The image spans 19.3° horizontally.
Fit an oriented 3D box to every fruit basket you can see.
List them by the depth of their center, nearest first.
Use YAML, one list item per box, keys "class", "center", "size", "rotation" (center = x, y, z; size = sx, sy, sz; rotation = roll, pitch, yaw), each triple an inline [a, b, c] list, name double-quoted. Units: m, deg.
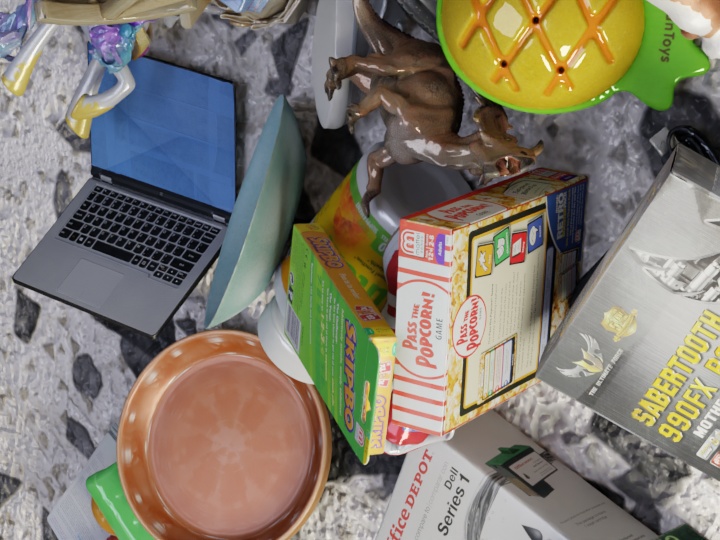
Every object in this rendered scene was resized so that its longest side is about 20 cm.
- class: "fruit basket"
  center: [-0.200, 0.251, 1.951]
  size: [0.186, 0.093, 0.200]
  rotation: [54, 138, 18]

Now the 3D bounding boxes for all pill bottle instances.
- class: "pill bottle"
  center: [0.000, 0.000, 1.682]
  size: [0.111, 0.111, 0.200]
  rotation: [54, 129, 17]

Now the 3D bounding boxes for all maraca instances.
- class: "maraca"
  center: [0.152, -0.178, 1.505]
  size: [0.198, 0.107, 0.138]
  rotation: [7, 104, 11]

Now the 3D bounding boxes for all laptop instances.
- class: "laptop"
  center: [-0.209, -0.073, 1.846]
  size: [0.186, 0.201, 0.116]
  rotation: [19, 153, 37]

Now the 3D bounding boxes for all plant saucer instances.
- class: "plant saucer"
  center: [-0.079, -0.043, 1.728]
  size: [0.038, 0.202, 0.202]
  rotation: [18, 121, -9]
- class: "plant saucer"
  center: [-0.117, 0.152, 1.833]
  size: [0.199, 0.032, 0.202]
  rotation: [-2, 84, 20]

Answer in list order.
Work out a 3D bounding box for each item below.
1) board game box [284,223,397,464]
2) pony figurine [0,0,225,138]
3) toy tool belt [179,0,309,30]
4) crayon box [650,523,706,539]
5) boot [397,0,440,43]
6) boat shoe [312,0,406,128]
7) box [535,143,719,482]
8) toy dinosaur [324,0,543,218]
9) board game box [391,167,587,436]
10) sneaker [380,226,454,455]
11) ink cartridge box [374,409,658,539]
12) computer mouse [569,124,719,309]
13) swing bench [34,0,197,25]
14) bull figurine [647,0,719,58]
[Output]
- class: "board game box"
  center: [-0.015, 0.051, 1.551]
  size: [0.200, 0.030, 0.096]
  rotation: [-121, 32, -58]
- class: "pony figurine"
  center: [-0.233, -0.235, 1.807]
  size: [0.200, 0.167, 0.193]
  rotation: [-42, 98, 19]
- class: "toy tool belt"
  center: [-0.082, -0.288, 1.673]
  size: [0.125, 0.122, 0.201]
  rotation: [33, 120, 31]
- class: "crayon box"
  center: [0.189, 0.295, 1.580]
  size: [0.051, 0.126, 0.201]
  rotation: [36, 122, 29]
- class: "boot"
  center: [0.072, -0.244, 1.577]
  size: [0.200, 0.070, 0.132]
  rotation: [38, 94, -9]
- class: "boat shoe"
  center: [0.005, -0.209, 1.656]
  size: [0.072, 0.068, 0.202]
  rotation: [-147, 61, -71]
- class: "box"
  center: [0.237, 0.033, 1.476]
  size: [0.158, 0.048, 0.201]
  rotation: [29, 124, -2]
- class: "toy dinosaur"
  center: [0.050, -0.127, 1.573]
  size: [0.086, 0.134, 0.201]
  rotation: [88, 165, -63]
- class: "board game box"
  center: [0.096, 0.019, 1.540]
  size: [0.046, 0.199, 0.153]
  rotation: [12, 109, 31]
- class: "sneaker"
  center: [0.044, 0.055, 1.579]
  size: [0.201, 0.071, 0.113]
  rotation: [105, 166, -47]
- class: "ink cartridge box"
  center: [0.115, 0.218, 1.654]
  size: [0.200, 0.084, 0.147]
  rotation: [35, 121, 29]
- class: "computer mouse"
  center: [0.211, 0.004, 1.536]
  size: [0.139, 0.053, 0.200]
  rotation: [52, 129, 18]
- class: "swing bench"
  center: [-0.155, -0.303, 1.589]
  size: [0.199, 0.129, 0.201]
  rotation: [-12, 84, 45]
- class: "bull figurine"
  center: [0.204, -0.231, 1.437]
  size: [0.199, 0.065, 0.122]
  rotation: [26, 83, -8]
